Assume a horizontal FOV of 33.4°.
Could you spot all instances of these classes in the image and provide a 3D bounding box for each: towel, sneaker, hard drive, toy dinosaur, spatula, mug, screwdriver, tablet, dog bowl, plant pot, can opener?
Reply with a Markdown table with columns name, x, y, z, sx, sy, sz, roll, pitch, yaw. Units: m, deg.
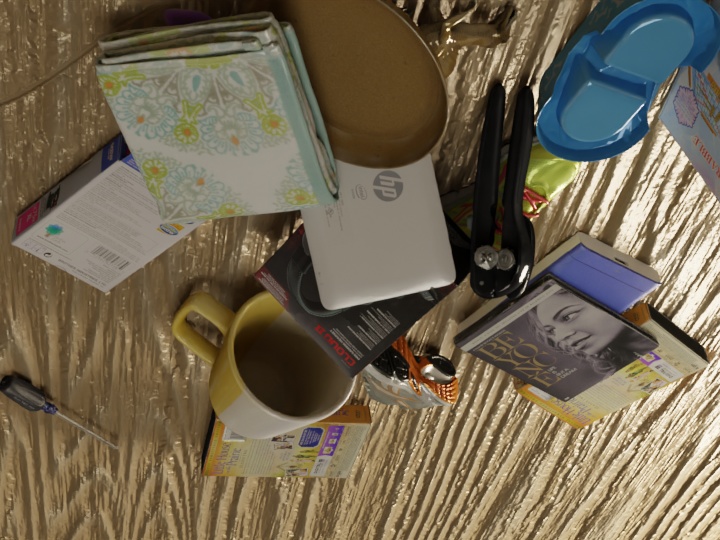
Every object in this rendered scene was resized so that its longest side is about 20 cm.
| name | x | y | z | sx | sy | sz | roll | pitch | yaw |
| --- | --- | --- | --- | --- | --- | --- | --- | --- | --- |
| towel | -0.120 | -0.126 | 1.035 | 0.169 | 0.048 | 0.201 | -4 | 134 | 14 |
| sneaker | 0.142 | -0.054 | 1.185 | 0.078 | 0.091 | 0.200 | 26 | 131 | -33 |
| hard drive | 0.225 | 0.040 | 1.369 | 0.131 | 0.026 | 0.200 | 22 | 134 | -31 |
| toy dinosaur | 0.037 | -0.191 | 1.021 | 0.198 | 0.059 | 0.101 | -17 | 139 | 10 |
| spatula | -0.113 | -0.159 | 1.071 | 0.056 | 0.021 | 0.200 | 9 | 154 | 28 |
| mug | -0.108 | 0.101 | 1.340 | 0.148 | 0.188 | 0.153 | -22 | 168 | -31 |
| screwdriver | -0.362 | 0.177 | 1.472 | 0.029 | 0.028 | 0.200 | -49 | 133 | 5 |
| tablet | 0.006 | -0.073 | 1.096 | 0.129 | 0.202 | 0.014 | -12 | -174 | 8 |
| sneaker | 0.024 | 0.120 | 1.411 | 0.092 | 0.076 | 0.199 | -26 | 136 | 34 |
| dog bowl | 0.231 | -0.181 | 1.066 | 0.111 | 0.050 | 0.200 | 14 | 137 | -23 |
| plant pot | -0.012 | -0.170 | 1.010 | 0.198 | 0.028 | 0.201 | 21 | 145 | 15 |
| can opener | 0.130 | -0.071 | 1.113 | 0.063 | 0.079 | 0.202 | 1 | 99 | 12 |

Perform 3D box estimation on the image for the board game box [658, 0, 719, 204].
| name | x | y | z | sx | sy | sz | roll | pitch | yaw |
| --- | --- | --- | --- | --- | --- | --- | --- | --- | --- |
| board game box | 0.348 | -0.135 | 1.019 | 0.041 | 0.201 | 0.200 | -12 | 146 | -19 |

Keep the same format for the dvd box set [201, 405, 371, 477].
| name | x | y | z | sx | sy | sz | roll | pitch | yaw |
| --- | --- | --- | --- | --- | --- | --- | --- | --- | --- |
| dvd box set | -0.098 | 0.219 | 1.539 | 0.198 | 0.030 | 0.147 | 3 | 142 | -13 |

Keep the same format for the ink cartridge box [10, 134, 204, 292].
| name | x | y | z | sx | sy | sz | roll | pitch | yaw |
| --- | --- | --- | --- | --- | --- | --- | --- | --- | --- |
| ink cartridge box | -0.233 | -0.059 | 1.174 | 0.199 | 0.042 | 0.119 | -30 | 136 | 31 |

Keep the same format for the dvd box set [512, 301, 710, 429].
| name | x | y | z | sx | sy | sz | roll | pitch | yaw |
| --- | --- | --- | --- | --- | --- | --- | --- | --- | --- |
| dvd box set | 0.308 | 0.122 | 1.479 | 0.199 | 0.030 | 0.146 | -33 | 134 | 30 |

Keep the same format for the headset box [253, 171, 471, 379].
| name | x | y | z | sx | sy | sz | roll | pitch | yaw |
| --- | --- | --- | --- | --- | --- | --- | --- | --- | --- |
| headset box | 0.000 | 0.000 | 1.192 | 0.149 | 0.077 | 0.200 | 47 | 127 | -1 |

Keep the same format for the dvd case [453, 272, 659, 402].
| name | x | y | z | sx | sy | sz | roll | pitch | yaw |
| --- | --- | --- | --- | --- | --- | --- | --- | --- | --- |
| dvd case | 0.228 | 0.083 | 1.385 | 0.199 | 0.016 | 0.148 | 28 | 130 | -33 |
